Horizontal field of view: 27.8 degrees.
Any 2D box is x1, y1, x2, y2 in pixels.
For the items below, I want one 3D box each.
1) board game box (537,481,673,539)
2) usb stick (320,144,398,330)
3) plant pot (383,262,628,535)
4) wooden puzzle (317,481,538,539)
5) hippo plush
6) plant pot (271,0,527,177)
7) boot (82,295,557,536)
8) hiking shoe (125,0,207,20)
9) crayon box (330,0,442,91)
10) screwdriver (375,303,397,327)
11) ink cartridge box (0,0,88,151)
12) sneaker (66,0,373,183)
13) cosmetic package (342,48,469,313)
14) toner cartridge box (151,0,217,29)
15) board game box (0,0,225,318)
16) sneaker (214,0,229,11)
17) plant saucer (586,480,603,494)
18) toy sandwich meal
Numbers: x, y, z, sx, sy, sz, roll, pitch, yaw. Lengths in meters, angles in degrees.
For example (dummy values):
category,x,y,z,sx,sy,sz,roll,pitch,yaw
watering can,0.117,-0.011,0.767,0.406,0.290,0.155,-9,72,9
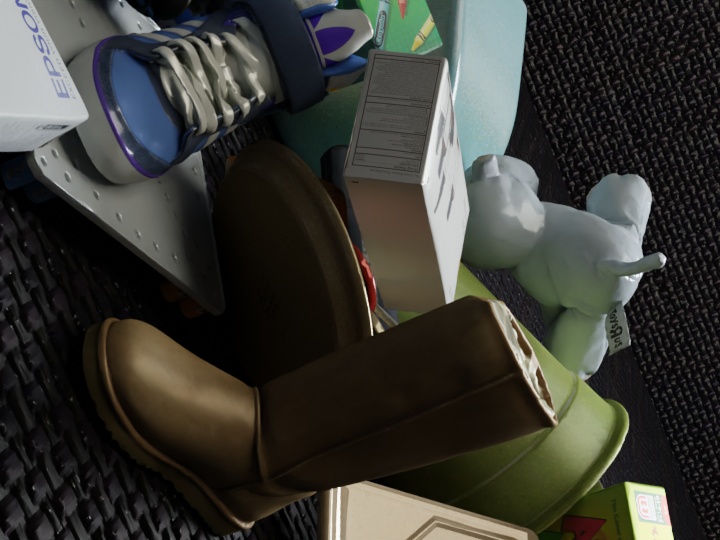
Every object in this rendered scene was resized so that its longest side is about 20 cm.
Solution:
category,x,y,z,sx,sy,sz,roll,pitch,yaw
board game box,0.135,0.229,1.046,0.047,0.199,0.102,15,59,-40
usb stick,0.000,0.000,0.999,0.055,0.033,0.201,24,47,-35
plant pot,0.065,0.089,1.082,0.191,0.199,0.200,54,18,-11
wooden puzzle,0.043,0.234,0.908,0.199,0.037,0.186,24,52,-33
hippo plush,0.132,-0.006,1.140,0.200,0.160,0.160,-69,179,-65
plant pot,0.028,-0.154,1.230,0.196,0.194,0.202,35,52,-64
boot,-0.019,0.054,0.756,0.175,0.199,0.066,53,21,-45
hiking shoe,-0.123,-0.190,0.841,0.087,0.074,0.200,58,12,-7
crayon box,-0.037,-0.188,1.048,0.058,0.199,0.120,-29,101,-30
screwdriver,0.004,0.016,0.920,0.200,0.028,0.029,43,-12,51
ink cartridge box,-0.211,-0.143,0.610,0.201,0.040,0.200,62,15,1
sneaker,-0.068,-0.117,0.812,0.081,0.146,0.200,66,15,-7
cosmetic package,0.033,-0.046,0.890,0.200,0.050,0.083,71,30,-67
toner cartridge box,-0.131,-0.207,1.006,0.095,0.043,0.201,-71,138,-69
board game box,-0.147,-0.092,0.835,0.200,0.026,0.201,44,29,-57
sneaker,-0.093,-0.227,0.979,0.201,0.070,0.099,57,-17,24
plant saucer,0.129,0.233,1.138,0.031,0.200,0.201,10,52,-28
toy sandwich meal,-0.028,0.009,0.880,0.205,0.070,0.207,38,-44,49
